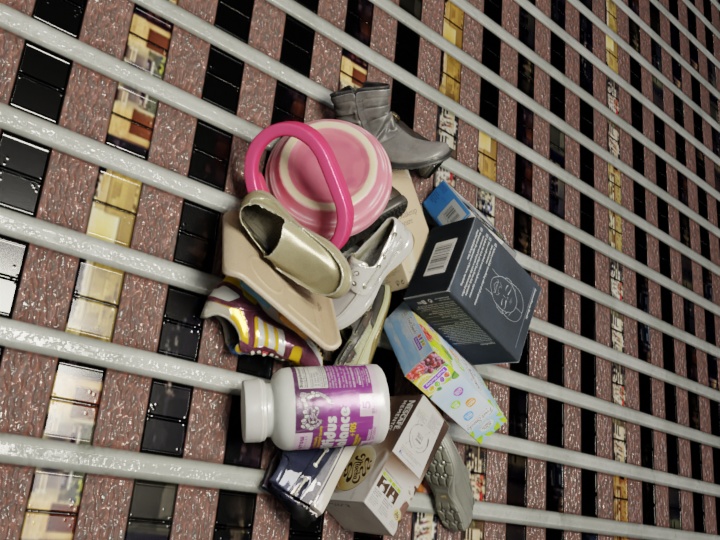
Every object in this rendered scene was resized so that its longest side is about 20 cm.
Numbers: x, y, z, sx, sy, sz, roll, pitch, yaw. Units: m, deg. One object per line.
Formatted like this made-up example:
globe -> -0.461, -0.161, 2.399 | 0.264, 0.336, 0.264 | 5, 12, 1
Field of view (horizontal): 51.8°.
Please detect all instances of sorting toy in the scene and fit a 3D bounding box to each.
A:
sorting toy -> -0.118, 0.015, 1.055 | 0.199, 0.036, 0.186 | 38, 17, -27

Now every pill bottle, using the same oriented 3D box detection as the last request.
pill bottle -> -0.065, 0.190, 1.030 | 0.196, 0.112, 0.115 | -1, 79, -14

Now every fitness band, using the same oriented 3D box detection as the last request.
fitness band -> -0.089, -0.111, 1.058 | 0.203, 0.142, 0.037 | 67, 27, -6

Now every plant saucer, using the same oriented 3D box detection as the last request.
plant saucer -> -0.048, -0.149, 1.128 | 0.196, 0.051, 0.204 | 1, 68, -2

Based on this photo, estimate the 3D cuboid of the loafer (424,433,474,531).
loafer -> 0.148, 0.341, 1.240 | 0.070, 0.069, 0.203 | -44, 127, -48

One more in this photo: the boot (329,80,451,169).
boot -> 0.046, -0.233, 1.188 | 0.070, 0.196, 0.134 | -62, 150, -67

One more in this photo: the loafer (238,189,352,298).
loafer -> -0.098, -0.030, 1.025 | 0.199, 0.076, 0.068 | 39, 20, 6

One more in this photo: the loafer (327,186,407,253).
loafer -> -0.023, -0.080, 1.169 | 0.198, 0.073, 0.072 | -28, 72, -13

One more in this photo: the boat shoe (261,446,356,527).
boat shoe -> -0.066, 0.259, 1.078 | 0.092, 0.075, 0.201 | 38, 44, -9

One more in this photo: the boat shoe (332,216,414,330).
boat shoe -> 0.000, 0.000, 1.157 | 0.201, 0.070, 0.069 | -53, 136, -7

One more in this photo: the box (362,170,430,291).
box -> 0.055, -0.074, 1.259 | 0.094, 0.077, 0.203 | -24, 96, -41

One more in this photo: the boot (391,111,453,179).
boot -> 0.077, -0.244, 1.314 | 0.174, 0.069, 0.200 | 42, 14, 1

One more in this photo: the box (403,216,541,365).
box -> 0.189, 0.038, 1.228 | 0.200, 0.106, 0.150 | 42, 57, -27

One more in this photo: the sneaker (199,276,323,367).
sneaker -> -0.141, 0.098, 1.053 | 0.200, 0.075, 0.091 | 46, 61, -16

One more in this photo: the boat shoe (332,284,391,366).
boat shoe -> -0.001, 0.098, 1.174 | 0.065, 0.072, 0.203 | 19, 55, 0

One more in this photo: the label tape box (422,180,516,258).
label tape box -> 0.218, -0.061, 1.362 | 0.199, 0.063, 0.145 | 36, 15, -30

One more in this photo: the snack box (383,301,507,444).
snack box -> 0.135, 0.164, 1.220 | 0.200, 0.068, 0.169 | 45, 10, -27

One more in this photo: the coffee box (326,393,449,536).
coffee box -> 0.038, 0.292, 1.133 | 0.080, 0.112, 0.201 | 51, 52, -20
